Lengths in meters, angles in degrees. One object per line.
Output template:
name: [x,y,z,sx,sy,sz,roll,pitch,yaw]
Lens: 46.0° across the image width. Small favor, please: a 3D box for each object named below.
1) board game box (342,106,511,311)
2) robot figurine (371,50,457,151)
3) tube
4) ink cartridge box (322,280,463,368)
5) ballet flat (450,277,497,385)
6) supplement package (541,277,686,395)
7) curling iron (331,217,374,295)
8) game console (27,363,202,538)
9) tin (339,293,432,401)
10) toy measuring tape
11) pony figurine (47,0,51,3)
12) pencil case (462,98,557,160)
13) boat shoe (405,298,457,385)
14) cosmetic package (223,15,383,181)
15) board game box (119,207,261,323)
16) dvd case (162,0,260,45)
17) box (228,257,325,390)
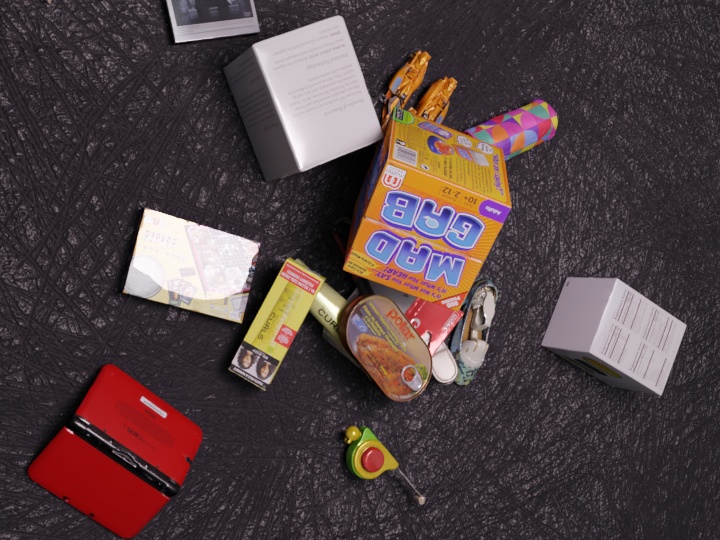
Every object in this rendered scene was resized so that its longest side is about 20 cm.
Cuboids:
board game box: [0.103,-0.100,1.341,0.196,0.201,0.202,19,122,-6]
robot figurine: [0.084,-0.280,1.503,0.144,0.058,0.202,36,74,-20]
tube: [-0.048,0.065,1.412,0.200,0.052,0.058,44,116,-1]
ink cartridge box: [0.060,0.088,1.463,0.175,0.045,0.201,38,73,6]
ballet flat: [0.211,0.113,1.559,0.073,0.074,0.204,11,85,-25]
supplement package: [0.490,0.125,1.646,0.198,0.151,0.153,29,79,-22]
curling iron: [0.000,0.000,1.441,0.025,0.049,0.203,-9,74,-46]
game console: [-0.372,0.279,1.306,0.199,0.118,0.174,41,43,-20]
tin: [0.043,0.126,1.402,0.112,0.042,0.201,-43,113,-14]
toy measuring tape: [0.032,0.352,1.473,0.074,0.073,0.201,-43,107,-19]
pony figurine: [-0.418,-0.512,1.229,0.189,0.167,0.204,-14,101,8]
pencil case: [0.276,-0.254,1.586,0.198,0.088,0.090,-26,101,-26]
boat shoe: [0.118,0.110,1.518,0.066,0.057,0.203,-18,78,-9]
cosmetic package: [-0.094,-0.270,1.360,0.163,0.164,0.203,-25,101,-23]
board game box: [-0.268,-0.006,1.347,0.197,0.034,0.138,17,83,-25]
dvd case: [-0.252,-0.473,1.361,0.148,0.025,0.204,-15,97,-25]
box: [-0.133,0.085,1.366,0.074,0.050,0.202,29,93,-1]
